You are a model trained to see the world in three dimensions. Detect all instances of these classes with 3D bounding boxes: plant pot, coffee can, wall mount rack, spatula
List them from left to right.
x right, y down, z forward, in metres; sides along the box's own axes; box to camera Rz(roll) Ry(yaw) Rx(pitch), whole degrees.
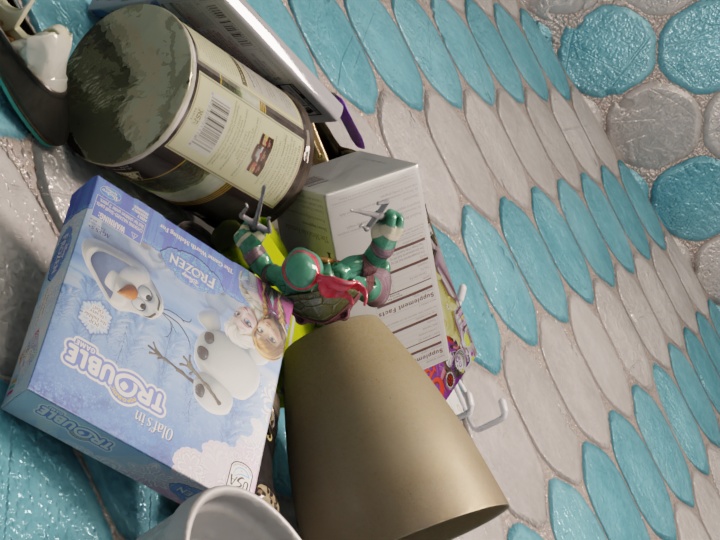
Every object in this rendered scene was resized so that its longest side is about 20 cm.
[{"bbox_3d":[-0.154,-0.133,1.410,0.200,0.146,0.147,29,37,-56],"label":"coffee can"},{"bbox_3d":[-0.059,-0.205,1.642,0.200,0.021,0.057,45,-4,-17],"label":"spatula"},{"bbox_3d":[0.009,0.149,1.379,0.187,0.186,0.202,15,51,-64],"label":"plant pot"},{"bbox_3d":[0.103,0.101,1.839,0.200,0.074,0.175,19,46,-63],"label":"wall mount rack"}]

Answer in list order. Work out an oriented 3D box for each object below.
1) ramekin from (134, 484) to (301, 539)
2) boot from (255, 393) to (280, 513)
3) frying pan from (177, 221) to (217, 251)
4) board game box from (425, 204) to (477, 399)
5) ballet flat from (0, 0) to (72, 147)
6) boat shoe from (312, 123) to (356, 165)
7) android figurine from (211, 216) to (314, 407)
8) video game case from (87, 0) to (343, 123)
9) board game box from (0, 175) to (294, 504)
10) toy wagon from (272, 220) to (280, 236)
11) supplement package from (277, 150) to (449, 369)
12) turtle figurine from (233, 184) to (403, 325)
[{"bbox_3d":[-0.101,0.261,1.091,0.200,0.104,0.201,51,23,-30],"label":"ramekin"},{"bbox_3d":[-0.127,0.130,1.253,0.200,0.073,0.152,47,26,-44],"label":"boot"},{"bbox_3d":[-0.156,0.010,1.385,0.190,0.031,0.116,4,62,-66],"label":"frying pan"},{"bbox_3d":[0.065,0.040,1.684,0.120,0.032,0.201,-47,125,-44],"label":"board game box"},{"bbox_3d":[-0.284,-0.198,1.287,0.201,0.068,0.068,57,19,-14],"label":"ballet flat"},{"bbox_3d":[-0.027,-0.103,1.681,0.200,0.066,0.074,49,24,-29],"label":"boat shoe"},{"bbox_3d":[-0.089,0.047,1.417,0.200,0.041,0.184,58,33,-53],"label":"android figurine"},{"bbox_3d":[-0.139,-0.205,1.515,0.200,0.181,0.022,43,59,-41],"label":"video game case"},{"bbox_3d":[-0.152,0.060,1.181,0.199,0.043,0.200,33,48,-27],"label":"board game box"},{"bbox_3d":[-0.054,-0.030,1.679,0.156,0.039,0.200,62,21,-1],"label":"toy wagon"},{"bbox_3d":[0.000,0.000,1.517,0.113,0.109,0.202,18,-57,57],"label":"supplement package"},{"bbox_3d":[-0.036,-0.003,1.320,0.200,0.148,0.102,53,43,-73],"label":"turtle figurine"}]
